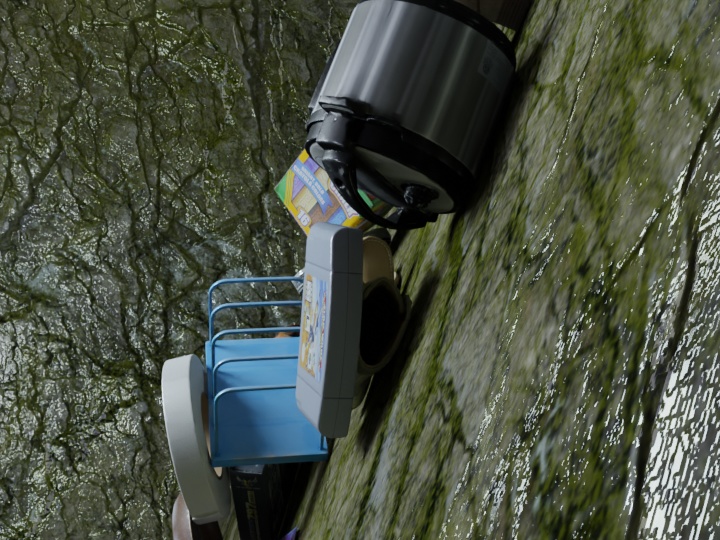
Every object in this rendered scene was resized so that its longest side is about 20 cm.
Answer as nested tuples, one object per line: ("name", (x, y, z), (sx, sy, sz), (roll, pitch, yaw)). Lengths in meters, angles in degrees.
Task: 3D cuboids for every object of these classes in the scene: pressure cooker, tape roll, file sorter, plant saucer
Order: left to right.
("tape roll", (-0.197, 0.204, 1.387), (0.203, 0.037, 0.206), (167, 90, -89))
("plant saucer", (-0.194, 0.358, 1.406), (0.200, 0.032, 0.203), (-15, -90, -89))
("file sorter", (-0.115, 0.116, 1.374), (0.201, 0.137, 0.124), (-102, 14, -50))
("pressure cooker", (0.040, -0.143, 1.081), (0.179, 0.174, 0.202), (152, 139, -77))

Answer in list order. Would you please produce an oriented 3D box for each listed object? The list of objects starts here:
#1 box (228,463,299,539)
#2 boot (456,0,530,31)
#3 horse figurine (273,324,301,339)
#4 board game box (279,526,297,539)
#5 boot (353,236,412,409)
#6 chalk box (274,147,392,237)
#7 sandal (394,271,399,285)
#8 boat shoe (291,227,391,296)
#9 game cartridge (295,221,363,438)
("box", (-0.124, 0.251, 1.551), (0.201, 0.050, 0.159), (-75, -13, -50))
("boot", (0.086, -0.248, 1.216), (0.070, 0.145, 0.202), (-117, 49, -81))
("horse figurine", (-0.092, 0.144, 1.509), (0.050, 0.132, 0.202), (-22, 41, 33))
("board game box", (-0.130, 0.386, 1.379), (0.200, 0.039, 0.160), (122, 170, -67))
("boot", (0.012, 0.034, 1.207), (0.155, 0.071, 0.202), (120, 164, -64))
("chalk box", (-0.003, -0.132, 1.522), (0.124, 0.124, 0.200), (-33, -6, -36))
("sandal", (-0.004, 0.004, 1.418), (0.078, 0.070, 0.212), (-43, 5, 3))
("boat shoe", (-0.015, 0.001, 1.565), (0.199, 0.064, 0.071), (-31, -7, -47))
("game cartridge", (-0.031, 0.056, 1.129), (0.133, 0.041, 0.203), (-158, 72, -79))
